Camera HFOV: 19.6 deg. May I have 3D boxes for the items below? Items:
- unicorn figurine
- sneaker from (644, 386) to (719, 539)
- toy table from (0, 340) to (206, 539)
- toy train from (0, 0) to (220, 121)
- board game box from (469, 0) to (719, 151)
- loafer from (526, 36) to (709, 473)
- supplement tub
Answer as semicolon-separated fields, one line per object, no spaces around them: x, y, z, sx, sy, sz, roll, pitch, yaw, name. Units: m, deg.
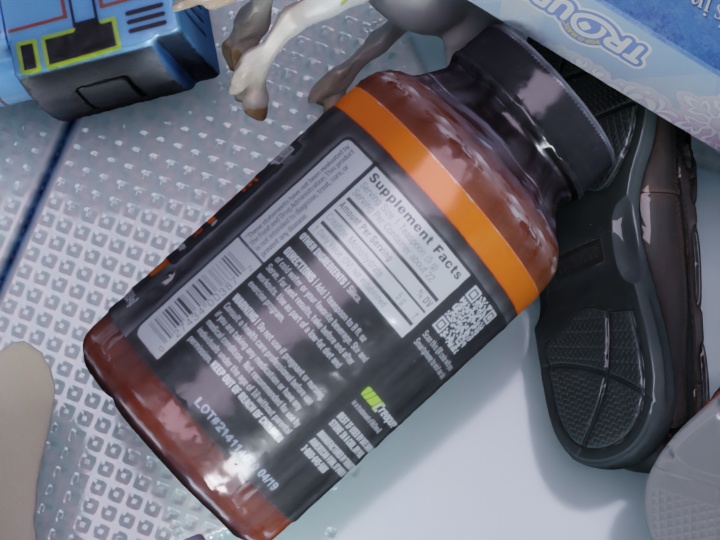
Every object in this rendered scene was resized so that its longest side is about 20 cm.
0.021;-0.114;0.820;0.074;0.200;0.138;43;107;18;unicorn figurine
0.179;0.028;0.764;0.077;0.082;0.200;46;114;10;sneaker
-0.156;0.113;0.730;0.200;0.184;0.117;-29;81;-47;toy table
-0.153;-0.110;0.823;0.198;0.087;0.115;-13;76;6;toy train
0.149;-0.145;0.815;0.199;0.043;0.200;29;60;-11;board game box
0.103;-0.016;0.830;0.071;0.063;0.202;-16;67;39;loafer
0.000;0.000;0.780;0.200;0.107;0.107;-42;78;-4;supplement tub
